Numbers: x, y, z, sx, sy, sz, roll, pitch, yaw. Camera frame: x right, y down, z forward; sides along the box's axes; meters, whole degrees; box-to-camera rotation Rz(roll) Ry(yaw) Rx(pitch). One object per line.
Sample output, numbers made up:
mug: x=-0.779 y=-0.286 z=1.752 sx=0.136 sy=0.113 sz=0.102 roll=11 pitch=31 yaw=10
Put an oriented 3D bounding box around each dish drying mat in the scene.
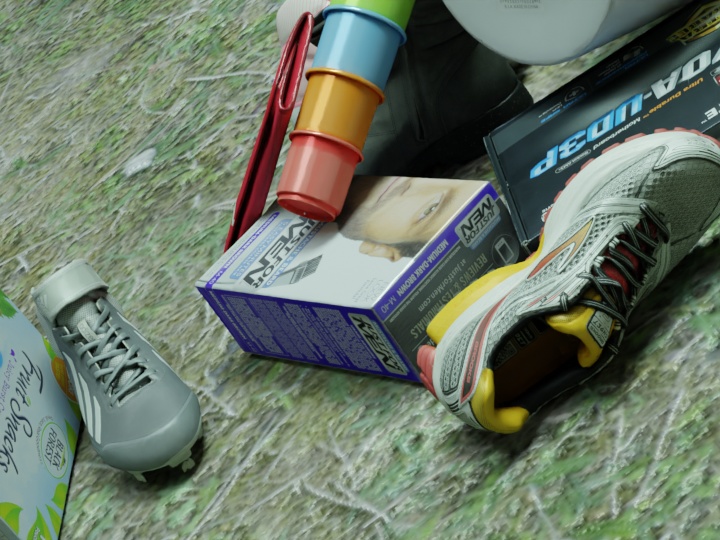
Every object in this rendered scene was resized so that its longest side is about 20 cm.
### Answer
dish drying mat: x=-0.060 y=-0.074 z=1.570 sx=0.200 sy=0.018 sz=0.077 roll=110 pitch=174 yaw=-57

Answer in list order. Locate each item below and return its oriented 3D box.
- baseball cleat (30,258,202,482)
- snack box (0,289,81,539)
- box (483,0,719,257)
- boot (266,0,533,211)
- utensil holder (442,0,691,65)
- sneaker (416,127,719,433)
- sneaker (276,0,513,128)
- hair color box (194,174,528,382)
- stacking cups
baseball cleat: x=-0.160 y=0.056 z=1.549 sx=0.070 sy=0.107 sz=0.200 roll=-36 pitch=26 yaw=-10
snack box: x=-0.239 y=0.089 z=1.551 sx=0.053 sy=0.142 sz=0.200 roll=-29 pitch=26 yaw=17
box: x=0.172 y=-0.082 z=1.421 sx=0.199 sy=0.046 sz=0.159 roll=-32 pitch=25 yaw=10
boot: x=0.000 y=-0.111 z=1.596 sx=0.199 sy=0.131 sz=0.068 roll=-30 pitch=25 yaw=14
utensil holder: x=0.152 y=-0.229 z=1.485 sx=0.199 sy=0.171 sz=0.169 roll=-29 pitch=15 yaw=-38
sneaker: x=0.123 y=0.011 z=1.307 sx=0.200 sy=0.078 sz=0.082 roll=-46 pitch=28 yaw=3
sneaker: x=0.016 y=-0.164 z=1.684 sx=0.075 sy=0.106 sz=0.199 roll=-13 pitch=0 yaw=-45
hair color box: x=0.000 y=0.000 z=1.488 sx=0.109 sy=0.065 sz=0.199 roll=-47 pitch=28 yaw=-23
stacking cups: x=-0.004 y=-0.128 z=1.500 sx=0.060 sy=0.060 sz=0.201 roll=4 pitch=72 yaw=55
